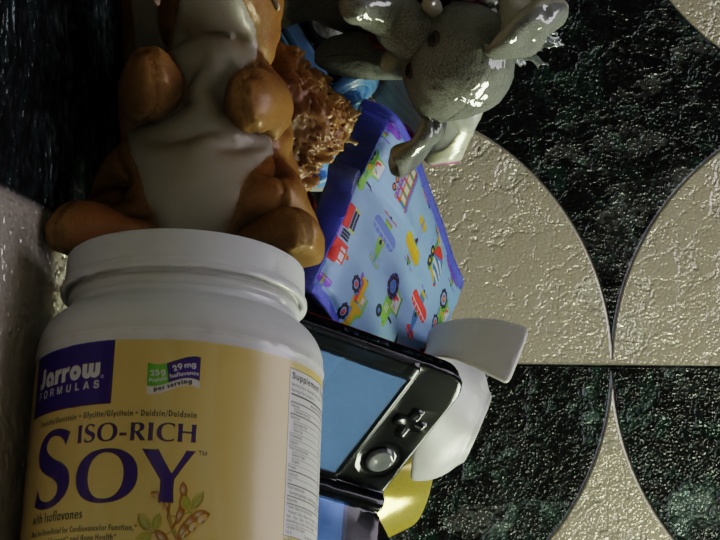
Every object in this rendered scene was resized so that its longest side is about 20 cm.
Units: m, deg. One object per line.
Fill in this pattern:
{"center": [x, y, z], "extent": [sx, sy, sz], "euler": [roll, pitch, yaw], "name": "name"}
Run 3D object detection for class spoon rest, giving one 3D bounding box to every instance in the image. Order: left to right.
{"center": [0.062, 0.080, 1.119], "extent": [0.200, 0.060, 0.100], "euler": [108, 6, -64], "name": "spoon rest"}

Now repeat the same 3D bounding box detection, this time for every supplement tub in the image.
{"center": [-0.091, 0.094, 0.807], "extent": [0.146, 0.144, 0.202], "euler": [80, 11, -71], "name": "supplement tub"}

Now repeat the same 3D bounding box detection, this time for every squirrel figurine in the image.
{"center": [-0.077, -0.093, 0.916], "extent": [0.200, 0.140, 0.188], "euler": [35, 55, -77], "name": "squirrel figurine"}

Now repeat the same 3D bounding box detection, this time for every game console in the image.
{"center": [-0.044, 0.126, 0.985], "extent": [0.173, 0.199, 0.119], "euler": [-53, -145, 25], "name": "game console"}

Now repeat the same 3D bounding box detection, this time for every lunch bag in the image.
{"center": [0.000, 0.000, 1.082], "extent": [0.201, 0.093, 0.151], "euler": [82, 27, -54], "name": "lunch bag"}

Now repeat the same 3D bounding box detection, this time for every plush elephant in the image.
{"center": [0.039, -0.152, 0.989], "extent": [0.165, 0.199, 0.155], "euler": [-52, -163, 28], "name": "plush elephant"}

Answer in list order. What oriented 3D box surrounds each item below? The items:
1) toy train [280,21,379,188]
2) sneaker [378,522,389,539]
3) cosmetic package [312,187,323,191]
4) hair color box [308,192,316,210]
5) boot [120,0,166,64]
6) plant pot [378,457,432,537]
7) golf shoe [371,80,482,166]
{"center": [-0.063, -0.114, 1.170], "extent": [0.087, 0.114, 0.200], "euler": [62, -26, 18], "name": "toy train"}
{"center": [0.008, 0.204, 1.126], "extent": [0.112, 0.073, 0.201], "euler": [39, -23, 42], "name": "sneaker"}
{"center": [-0.079, -0.155, 1.289], "extent": [0.201, 0.107, 0.085], "euler": [84, 6, -52], "name": "cosmetic package"}
{"center": [-0.083, -0.015, 1.205], "extent": [0.200, 0.110, 0.065], "euler": [74, 17, -80], "name": "hair color box"}
{"center": [-0.119, -0.170, 1.048], "extent": [0.144, 0.070, 0.203], "euler": [106, -12, -80], "name": "boot"}
{"center": [-0.022, 0.134, 1.246], "extent": [0.200, 0.141, 0.202], "euler": [-170, -90, -79], "name": "plant pot"}
{"center": [0.022, -0.141, 1.177], "extent": [0.200, 0.075, 0.092], "euler": [44, -48, 52], "name": "golf shoe"}
